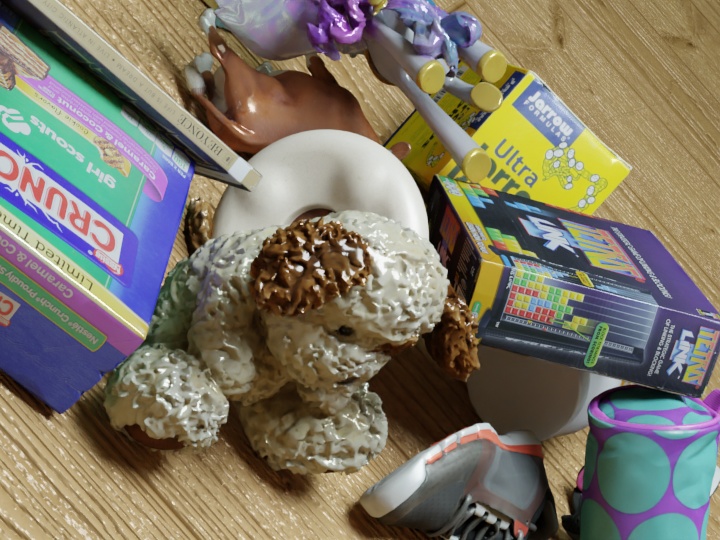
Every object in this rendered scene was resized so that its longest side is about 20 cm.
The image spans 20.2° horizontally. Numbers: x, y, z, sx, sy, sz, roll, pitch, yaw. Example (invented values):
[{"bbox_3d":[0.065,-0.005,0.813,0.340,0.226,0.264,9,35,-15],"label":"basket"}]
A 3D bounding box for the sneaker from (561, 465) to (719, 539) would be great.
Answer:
[{"bbox_3d":[0.199,0.161,1.450,0.086,0.080,0.200,40,18,7],"label":"sneaker"}]

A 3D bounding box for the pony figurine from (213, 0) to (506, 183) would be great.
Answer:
[{"bbox_3d":[0.010,-0.172,1.387,0.200,0.166,0.193,41,-10,38],"label":"pony figurine"}]

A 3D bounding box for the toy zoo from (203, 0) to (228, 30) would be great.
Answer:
[{"bbox_3d":[-0.104,-0.248,1.602,0.131,0.020,0.201,38,26,-23],"label":"toy zoo"}]

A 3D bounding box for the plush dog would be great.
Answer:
[{"bbox_3d":[-0.028,0.020,1.116,0.199,0.171,0.162,18,62,-50],"label":"plush dog"}]

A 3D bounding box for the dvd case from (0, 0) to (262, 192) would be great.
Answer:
[{"bbox_3d":[-0.161,-0.120,1.218,0.200,0.016,0.149,40,-10,-27],"label":"dvd case"}]

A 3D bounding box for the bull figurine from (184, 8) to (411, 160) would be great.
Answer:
[{"bbox_3d":[-0.048,-0.117,1.456,0.200,0.065,0.122,11,40,-56],"label":"bull figurine"}]

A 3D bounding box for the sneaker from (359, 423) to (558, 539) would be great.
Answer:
[{"bbox_3d":[0.076,0.148,1.269,0.200,0.077,0.082,0,59,-58],"label":"sneaker"}]

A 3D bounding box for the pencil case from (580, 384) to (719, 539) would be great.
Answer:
[{"bbox_3d":[0.186,0.176,1.275,0.092,0.201,0.085,-3,14,-10],"label":"pencil case"}]

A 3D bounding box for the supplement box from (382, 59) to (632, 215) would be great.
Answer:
[{"bbox_3d":[0.105,-0.084,1.523,0.109,0.110,0.200,42,1,-14],"label":"supplement box"}]

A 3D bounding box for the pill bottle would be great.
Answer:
[{"bbox_3d":[0.144,0.055,1.465,0.111,0.111,0.200,50,24,3],"label":"pill bottle"}]

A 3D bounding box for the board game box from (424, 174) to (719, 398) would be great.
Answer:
[{"bbox_3d":[0.131,0.006,1.315,0.164,0.057,0.200,13,16,-11],"label":"board game box"}]

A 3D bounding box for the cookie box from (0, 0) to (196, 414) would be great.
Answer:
[{"bbox_3d":[-0.187,-0.043,1.104,0.171,0.075,0.200,40,26,-18],"label":"cookie box"}]

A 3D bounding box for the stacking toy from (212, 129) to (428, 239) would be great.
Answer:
[{"bbox_3d":[0.000,0.000,1.322,0.147,0.146,0.200,58,11,21],"label":"stacking toy"}]
